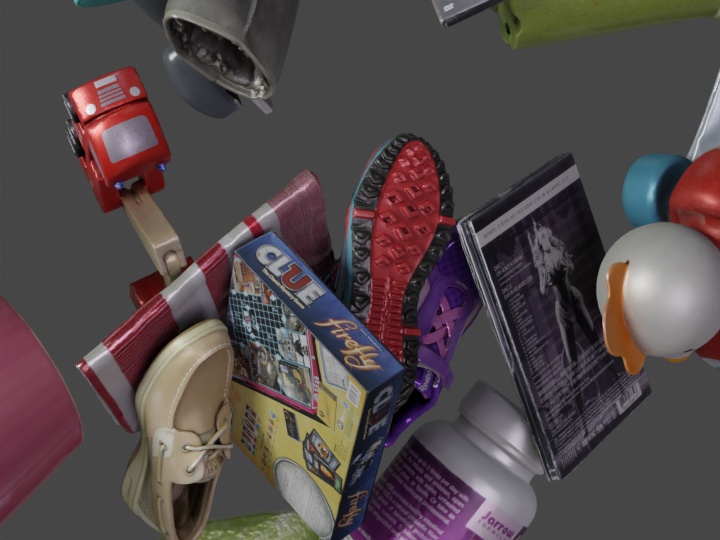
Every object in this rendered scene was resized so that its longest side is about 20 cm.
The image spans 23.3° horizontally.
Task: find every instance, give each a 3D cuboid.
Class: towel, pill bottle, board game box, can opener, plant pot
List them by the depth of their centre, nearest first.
[{"bbox_3d":[-0.287,0.109,1.127,0.179,0.200,0.200,-33,115,-25],"label":"plant pot"},{"bbox_3d":[-0.120,-0.153,1.128,0.067,0.053,0.200,-32,147,12],"label":"can opener"},{"bbox_3d":[-0.040,0.084,1.178,0.035,0.135,0.200,-31,154,-29],"label":"board game box"},{"bbox_3d":[-0.098,0.026,1.188,0.200,0.144,0.023,-41,71,-11],"label":"towel"},{"bbox_3d":[0.172,-0.239,1.194,0.189,0.200,0.201,-18,112,0],"label":"plant pot"},{"bbox_3d":[0.061,0.185,1.308,0.112,0.112,0.200,36,92,-25],"label":"pill bottle"}]

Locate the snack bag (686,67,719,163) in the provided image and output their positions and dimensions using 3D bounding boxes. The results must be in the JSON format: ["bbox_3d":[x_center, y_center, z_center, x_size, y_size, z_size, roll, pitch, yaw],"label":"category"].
[{"bbox_3d":[0.362,-0.152,1.364,0.188,0.021,0.201,13,101,-22],"label":"snack bag"}]

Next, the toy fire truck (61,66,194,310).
[{"bbox_3d":[-0.144,-0.043,1.147,0.049,0.200,0.141,-24,84,-12],"label":"toy fire truck"}]

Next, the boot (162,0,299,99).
[{"bbox_3d":[-0.080,-0.232,1.063,0.182,0.072,0.200,40,67,-37],"label":"boot"}]

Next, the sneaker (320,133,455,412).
[{"bbox_3d":[0.000,0.000,1.220,0.079,0.095,0.201,16,87,-30],"label":"sneaker"}]

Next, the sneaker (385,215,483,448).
[{"bbox_3d":[0.043,0.053,1.275,0.080,0.088,0.200,37,90,-24],"label":"sneaker"}]

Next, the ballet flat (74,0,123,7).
[{"bbox_3d":[-0.104,-0.225,1.157,0.200,0.072,0.072,-14,111,-15],"label":"ballet flat"}]

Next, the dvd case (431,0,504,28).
[{"bbox_3d":[0.086,-0.276,1.136,0.148,0.016,0.200,-24,72,11],"label":"dvd case"}]

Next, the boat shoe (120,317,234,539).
[{"bbox_3d":[-0.115,0.115,1.200,0.072,0.065,0.200,-24,148,-38],"label":"boat shoe"}]

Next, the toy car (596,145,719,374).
[{"bbox_3d":[0.237,0.021,1.251,0.200,0.184,0.177,-30,116,-32],"label":"toy car"}]

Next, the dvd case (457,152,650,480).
[{"bbox_3d":[0.145,0.031,1.277,0.149,0.016,0.201,-34,108,-47],"label":"dvd case"}]
